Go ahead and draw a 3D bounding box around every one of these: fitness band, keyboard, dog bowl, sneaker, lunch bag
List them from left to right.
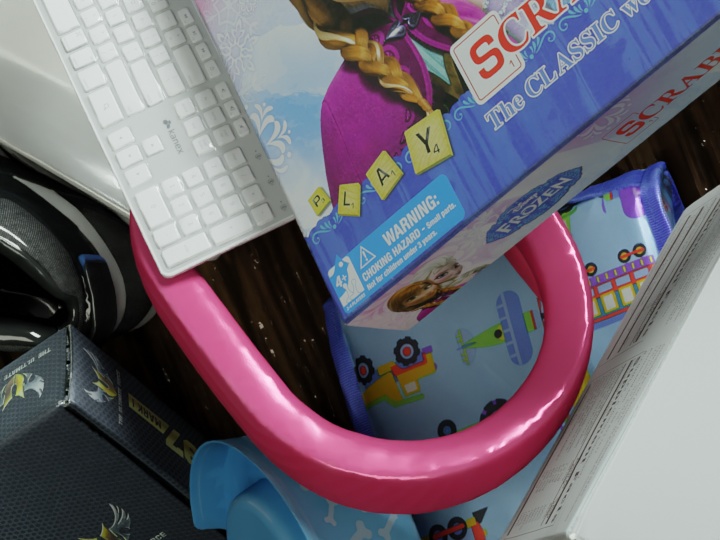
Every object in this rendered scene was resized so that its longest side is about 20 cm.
[{"bbox_3d":[-0.184,-0.028,0.896,0.200,0.112,0.073,24,105,11],"label":"sneaker"},{"bbox_3d":[-0.089,-0.090,0.826,0.056,0.011,0.200,-23,67,-10],"label":"keyboard"},{"bbox_3d":[-0.013,0.147,0.845,0.111,0.049,0.200,34,139,49],"label":"dog bowl"},{"bbox_3d":[0.000,0.000,0.803,0.143,0.037,0.200,-31,61,-16],"label":"fitness band"},{"bbox_3d":[0.079,0.062,0.849,0.150,0.094,0.200,-22,89,21],"label":"lunch bag"}]

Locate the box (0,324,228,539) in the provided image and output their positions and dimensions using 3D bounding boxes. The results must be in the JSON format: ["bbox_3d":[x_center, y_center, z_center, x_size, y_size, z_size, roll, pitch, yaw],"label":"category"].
[{"bbox_3d":[-0.145,0.128,0.906,0.200,0.051,0.158,-32,126,19],"label":"box"}]

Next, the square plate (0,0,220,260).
[{"bbox_3d":[-0.100,-0.136,0.890,0.200,0.028,0.198,29,104,9],"label":"square plate"}]

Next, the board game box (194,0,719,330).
[{"bbox_3d":[0.032,-0.116,0.745,0.200,0.041,0.200,-40,63,30],"label":"board game box"}]

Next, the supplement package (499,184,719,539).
[{"bbox_3d":[0.177,0.079,0.734,0.200,0.111,0.156,31,76,-2],"label":"supplement package"}]
